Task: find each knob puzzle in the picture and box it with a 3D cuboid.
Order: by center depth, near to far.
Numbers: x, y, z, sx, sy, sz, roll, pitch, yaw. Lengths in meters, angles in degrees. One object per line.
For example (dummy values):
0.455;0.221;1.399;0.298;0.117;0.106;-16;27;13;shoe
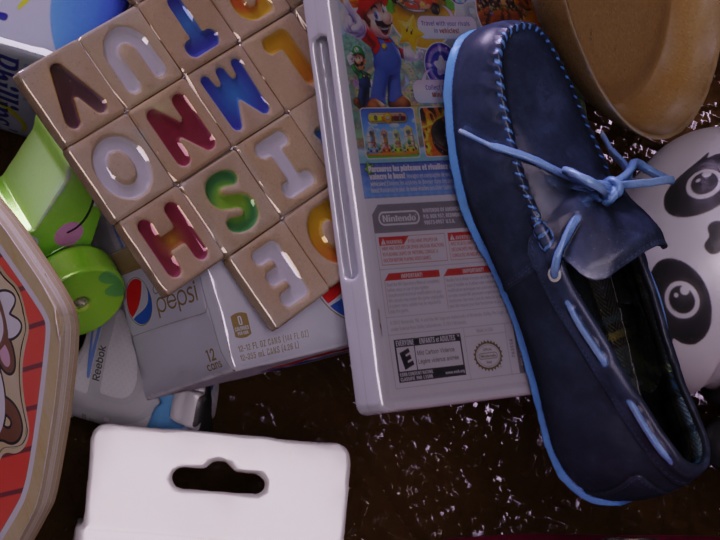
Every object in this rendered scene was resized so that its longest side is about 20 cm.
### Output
-0.182;0.038;0.966;0.030;0.219;0.220;-10;85;-44;knob puzzle

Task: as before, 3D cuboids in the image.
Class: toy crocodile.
-0.146;0.018;0.987;0.062;0.200;0.068;-5;48;-33;toy crocodile

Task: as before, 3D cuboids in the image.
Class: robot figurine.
0.204;0.007;1.044;0.200;0.150;0.125;13;128;-6;robot figurine

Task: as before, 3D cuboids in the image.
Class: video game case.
0.042;-0.047;0.984;0.143;0.018;0.200;-4;85;-42;video game case

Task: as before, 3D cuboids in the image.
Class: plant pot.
0.109;-0.154;1.035;0.027;0.200;0.201;-4;84;28;plant pot

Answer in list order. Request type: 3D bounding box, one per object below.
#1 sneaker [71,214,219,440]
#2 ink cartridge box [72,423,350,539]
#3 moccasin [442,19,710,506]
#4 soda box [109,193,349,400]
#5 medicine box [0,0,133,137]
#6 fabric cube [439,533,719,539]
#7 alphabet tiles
-0.097;-0.027;1.040;0.086;0.075;0.200;6;81;4;sneaker
-0.069;0.168;1.024;0.116;0.067;0.200;6;85;-7;ink cartridge box
0.096;-0.008;0.966;0.080;0.068;0.200;-29;101;-42;moccasin
0.000;0.000;1.005;0.200;0.068;0.064;-13;86;-39;soda box
-0.175;-0.172;1.009;0.200;0.103;0.183;17;72;-2;medicine box
0.122;0.207;0.978;0.196;0.199;0.200;0;84;-6;fabric cube
-0.039;-0.076;0.957;0.200;0.008;0.167;-36;94;-41;alphabet tiles
